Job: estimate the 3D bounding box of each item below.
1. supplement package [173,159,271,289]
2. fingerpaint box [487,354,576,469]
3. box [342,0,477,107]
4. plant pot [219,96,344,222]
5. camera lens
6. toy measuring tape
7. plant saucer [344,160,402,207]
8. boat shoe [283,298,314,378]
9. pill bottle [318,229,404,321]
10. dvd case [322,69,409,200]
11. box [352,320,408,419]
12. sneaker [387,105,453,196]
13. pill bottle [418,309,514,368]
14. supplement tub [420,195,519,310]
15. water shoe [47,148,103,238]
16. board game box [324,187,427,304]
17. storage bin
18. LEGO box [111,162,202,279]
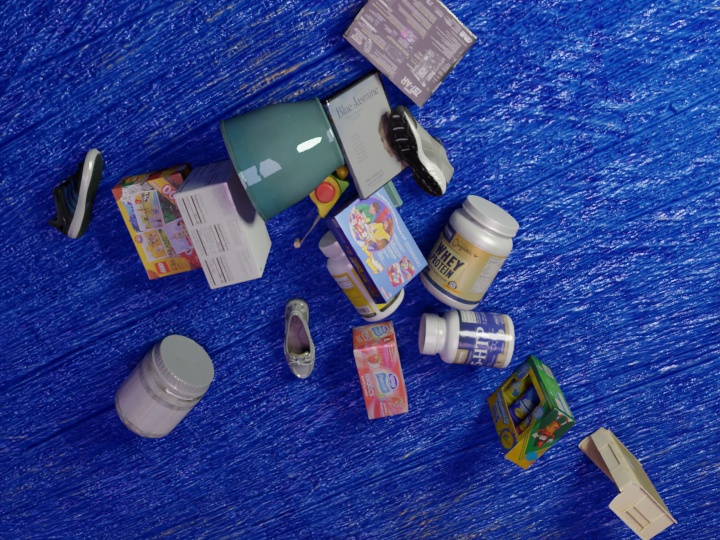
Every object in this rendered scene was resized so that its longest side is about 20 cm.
[{"bbox_3d":[-0.266,-0.098,1.211,0.108,0.157,0.204,-12,117,7],"label":"supplement package"},{"bbox_3d":[0.389,0.324,1.416,0.073,0.201,0.168,32,113,-16],"label":"fingerpaint box"},{"bbox_3d":[0.089,-0.429,1.114,0.199,0.044,0.161,36,111,-18],"label":"box"},{"bbox_3d":[-0.136,-0.223,1.140,0.185,0.201,0.203,-24,116,0],"label":"plant pot"},{"bbox_3d":[-0.449,0.268,1.390,0.159,0.161,0.200,38,111,-19],"label":"camera lens"},{"bbox_3d":[-0.096,-0.140,1.244,0.073,0.074,0.201,34,111,-17],"label":"toy measuring tape"},{"bbox_3d":[0.015,-0.201,1.243,0.069,0.019,0.202,-25,116,11],"label":"plant saucer"},{"bbox_3d":[-0.143,0.167,1.399,0.072,0.065,0.206,1,117,-1],"label":"boat shoe"},{"bbox_3d":[0.000,0.000,1.292,0.111,0.113,0.201,-30,114,13],"label":"pill bottle"},{"bbox_3d":[0.017,-0.259,1.165,0.142,0.017,0.203,-39,119,-28],"label":"dvd case"},{"bbox_3d":[0.047,0.233,1.421,0.100,0.095,0.204,-10,117,3],"label":"box"},{"bbox_3d":[0.119,-0.242,1.194,0.080,0.073,0.201,-52,126,-22],"label":"sneaker"},{"bbox_3d":[0.234,0.151,1.370,0.195,0.120,0.122,5,117,-4],"label":"pill bottle"},{"bbox_3d":[0.225,-0.037,1.260,0.142,0.145,0.203,22,115,-12],"label":"supplement tub"},{"bbox_3d":[-0.578,-0.157,1.222,0.077,0.072,0.203,22,114,-10],"label":"water shoe"},{"bbox_3d":[0.035,-0.055,1.221,0.134,0.044,0.202,-39,105,-28],"label":"board game box"},{"bbox_3d":[0.663,0.532,1.528,0.093,0.201,0.198,-40,111,17],"label":"storage bin"},{"bbox_3d":[-0.394,-0.101,1.250,0.145,0.078,0.204,-13,117,5],"label":"LEGO box"}]
